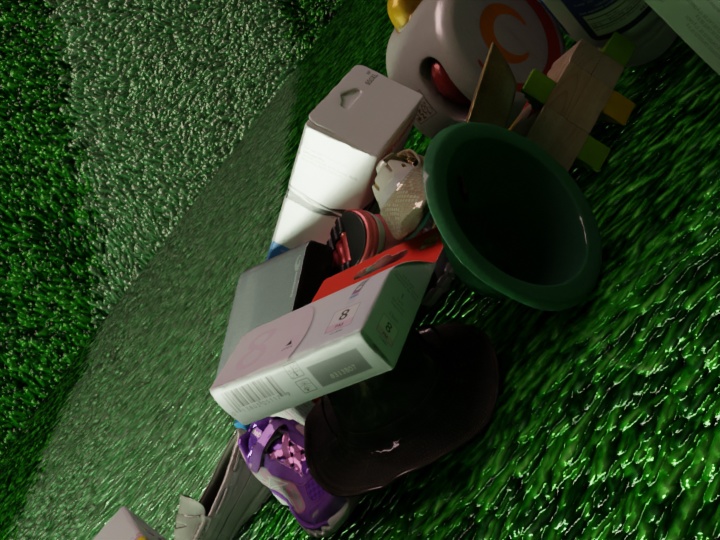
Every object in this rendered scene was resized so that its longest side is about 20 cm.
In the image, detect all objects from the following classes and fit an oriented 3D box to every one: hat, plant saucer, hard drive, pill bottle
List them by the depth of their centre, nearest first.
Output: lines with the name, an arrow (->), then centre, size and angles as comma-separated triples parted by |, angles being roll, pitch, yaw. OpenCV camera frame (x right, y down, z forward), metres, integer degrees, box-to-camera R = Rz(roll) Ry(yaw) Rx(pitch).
hat -> 0.018, 0.084, 0.971 | 0.200, 0.081, 0.201 | -24, 27, 13
hat -> 0.087, -0.005, 0.989 | 0.176, 0.199, 0.166 | -40, 41, 46
plant saucer -> 0.107, -0.110, 1.107 | 0.200, 0.035, 0.201 | 18, -90, -87
pill bottle -> 0.226, -0.284, 1.135 | 0.119, 0.200, 0.120 | -19, 55, 30
hard drive -> -0.088, 0.055, 1.180 | 0.200, 0.033, 0.140 | -20, 56, 64

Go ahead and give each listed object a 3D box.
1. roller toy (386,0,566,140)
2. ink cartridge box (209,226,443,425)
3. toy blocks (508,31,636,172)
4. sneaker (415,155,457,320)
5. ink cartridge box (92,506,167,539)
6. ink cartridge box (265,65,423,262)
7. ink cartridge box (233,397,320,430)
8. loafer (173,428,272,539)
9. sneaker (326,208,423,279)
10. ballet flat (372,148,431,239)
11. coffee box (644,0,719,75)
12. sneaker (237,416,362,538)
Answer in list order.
roller toy -> 0.126, -0.236, 1.355 | 0.140, 0.199, 0.183 | -29, 57, 54
ink cartridge box -> -0.019, 0.027, 0.974 | 0.162, 0.057, 0.200 | -25, 28, 35
toy blocks -> 0.177, -0.130, 1.159 | 0.200, 0.100, 0.137 | -59, 5, -12
sneaker -> 0.058, -0.048, 1.219 | 0.075, 0.115, 0.200 | -25, 28, 57
ink cartridge box -> -0.162, 0.300, 0.918 | 0.146, 0.147, 0.200 | -51, 16, -11
ink cartridge box -> -0.019, -0.093, 1.260 | 0.145, 0.084, 0.200 | -57, -10, -49
ink cartridge box -> -0.031, 0.105, 1.182 | 0.200, 0.067, 0.116 | -30, 24, 51
loafer -> -0.155, 0.247, 1.175 | 0.200, 0.070, 0.070 | -55, 16, -20
sneaker -> 0.000, 0.000, 1.170 | 0.200, 0.086, 0.074 | 141, 123, -60
ballet flat -> 0.037, -0.072, 1.067 | 0.068, 0.062, 0.200 | -55, 2, 11
coffee box -> 0.322, -0.307, 0.954 | 0.200, 0.200, 0.198 | -38, 18, 37
sneaker -> -0.057, 0.171, 1.053 | 0.081, 0.088, 0.200 | -50, 17, -14
